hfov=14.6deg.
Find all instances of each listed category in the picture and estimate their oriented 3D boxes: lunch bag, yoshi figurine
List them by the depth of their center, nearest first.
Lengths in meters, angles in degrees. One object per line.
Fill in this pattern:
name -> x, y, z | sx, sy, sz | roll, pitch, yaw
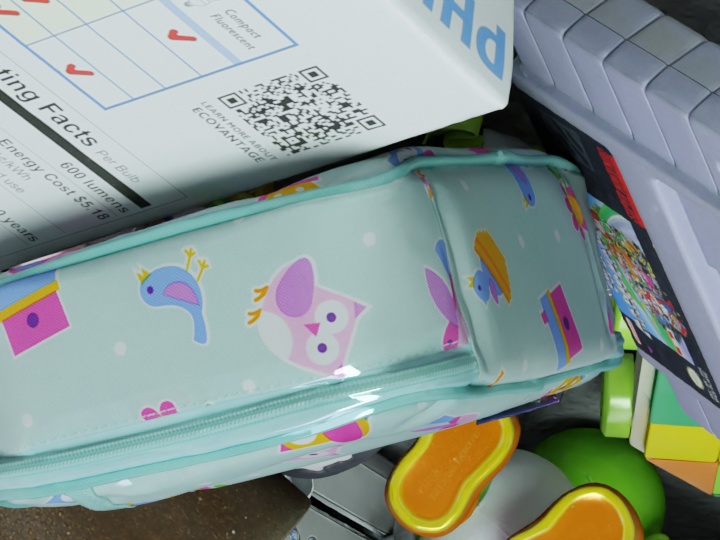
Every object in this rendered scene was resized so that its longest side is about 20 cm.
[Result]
lunch bag -> -0.019, 0.019, 0.830 | 0.160, 0.078, 0.200 | -17, 175, 23
yoshi figurine -> 0.071, 0.088, 1.063 | 0.111, 0.113, 0.200 | -2, 167, 5

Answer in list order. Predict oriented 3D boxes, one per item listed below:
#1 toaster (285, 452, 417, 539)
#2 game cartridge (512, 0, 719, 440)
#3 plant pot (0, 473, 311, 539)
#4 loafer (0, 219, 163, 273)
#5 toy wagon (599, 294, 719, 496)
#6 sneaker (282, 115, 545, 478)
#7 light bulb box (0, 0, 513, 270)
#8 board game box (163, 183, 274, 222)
toaster -> -0.069, 0.123, 1.141 | 0.199, 0.114, 0.129 | -25, 141, 37
game cartridge -> 0.112, 0.001, 0.873 | 0.129, 0.038, 0.200 | 33, 159, 48
plant pot -> -0.150, 0.066, 0.948 | 0.200, 0.187, 0.187 | 49, 141, 0
loafer -> -0.153, -0.055, 0.896 | 0.199, 0.072, 0.063 | 30, 122, -16
toy wagon -> 0.167, 0.049, 1.049 | 0.154, 0.040, 0.200 | 4, 149, 3
sneaker -> 0.000, 0.000, 0.982 | 0.083, 0.072, 0.200 | 30, 137, -15
light bulb box -> -0.090, -0.113, 0.735 | 0.199, 0.125, 0.198 | -16, 142, 31
board game box -> -0.119, -0.019, 0.997 | 0.095, 0.030, 0.200 | 29, 140, -33
